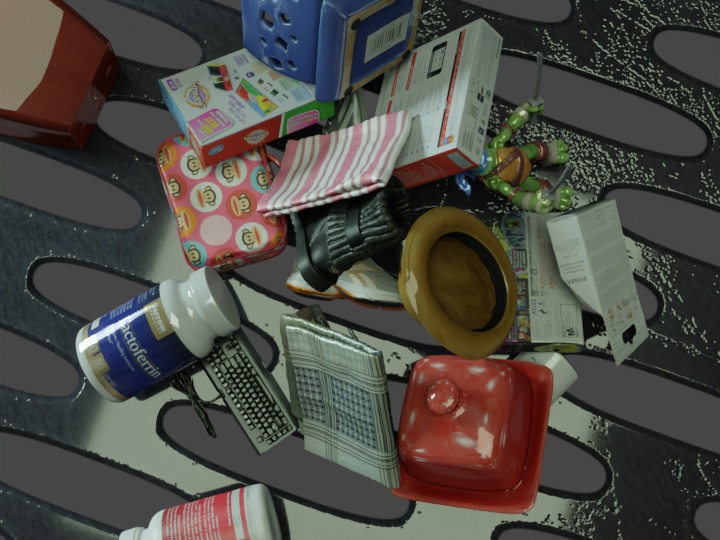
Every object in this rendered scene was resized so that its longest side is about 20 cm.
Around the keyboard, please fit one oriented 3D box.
[{"bbox_3d":[-0.186,0.168,1.222,0.126,0.021,0.201,-34,83,-4],"label":"keyboard"}]

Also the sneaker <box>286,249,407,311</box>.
[{"bbox_3d":[0.000,0.000,1.217,0.197,0.076,0.093,10,79,0],"label":"sneaker"}]

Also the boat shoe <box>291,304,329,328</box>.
[{"bbox_3d":[-0.032,0.138,1.198,0.066,0.072,0.202,-31,86,-12],"label":"boat shoe"}]

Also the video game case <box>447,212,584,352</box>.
[{"bbox_3d":[0.206,0.014,1.193,0.179,0.036,0.202,0,63,5],"label":"video game case"}]

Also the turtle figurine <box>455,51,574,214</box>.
[{"bbox_3d":[0.242,-0.147,1.160,0.200,0.193,0.145,-46,62,25],"label":"turtle figurine"}]

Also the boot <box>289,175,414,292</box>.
[{"bbox_3d":[-0.012,-0.086,1.147,0.157,0.079,0.213,-36,46,27],"label":"boot"}]

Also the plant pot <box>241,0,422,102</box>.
[{"bbox_3d":[-0.028,-0.354,1.153,0.199,0.201,0.180,-36,67,-26],"label":"plant pot"}]

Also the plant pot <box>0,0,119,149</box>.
[{"bbox_3d":[-0.442,-0.274,1.201,0.175,0.200,0.202,23,84,-8],"label":"plant pot"}]

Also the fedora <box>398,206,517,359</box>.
[{"bbox_3d":[0.111,0.021,1.104,0.199,0.081,0.203,11,72,-37],"label":"fedora"}]

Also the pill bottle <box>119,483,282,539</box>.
[{"bbox_3d":[-0.208,0.360,1.152,0.198,0.112,0.114,-15,83,-2],"label":"pill bottle"}]

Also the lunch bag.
[{"bbox_3d":[-0.179,-0.107,1.225,0.174,0.082,0.202,-16,83,-2],"label":"lunch bag"}]

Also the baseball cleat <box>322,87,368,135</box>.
[{"bbox_3d":[-0.033,-0.212,1.243,0.105,0.070,0.202,-17,82,-2],"label":"baseball cleat"}]

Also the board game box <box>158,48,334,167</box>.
[{"bbox_3d":[-0.157,-0.239,1.208,0.198,0.041,0.154,-25,57,-16],"label":"board game box"}]

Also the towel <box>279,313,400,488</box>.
[{"bbox_3d":[-0.033,0.165,1.118,0.034,0.199,0.195,-25,117,-35],"label":"towel"}]

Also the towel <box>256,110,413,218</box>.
[{"bbox_3d":[-0.034,-0.141,1.139,0.198,0.030,0.147,-12,40,29],"label":"towel"}]

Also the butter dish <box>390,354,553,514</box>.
[{"bbox_3d":[0.122,0.179,1.087,0.198,0.148,0.201,1,61,27],"label":"butter dish"}]

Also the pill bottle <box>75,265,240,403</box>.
[{"bbox_3d":[-0.268,0.083,1.173,0.199,0.116,0.117,-29,84,5],"label":"pill bottle"}]

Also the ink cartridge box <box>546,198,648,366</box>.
[{"bbox_3d":[0.322,0.013,1.178,0.057,0.162,0.202,-9,96,35],"label":"ink cartridge box"}]

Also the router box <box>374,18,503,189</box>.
[{"bbox_3d":[0.094,-0.216,1.172,0.049,0.178,0.202,29,63,-35],"label":"router box"}]

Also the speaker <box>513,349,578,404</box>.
[{"bbox_3d":[0.199,0.187,1.187,0.081,0.081,0.200,45,85,5],"label":"speaker"}]
